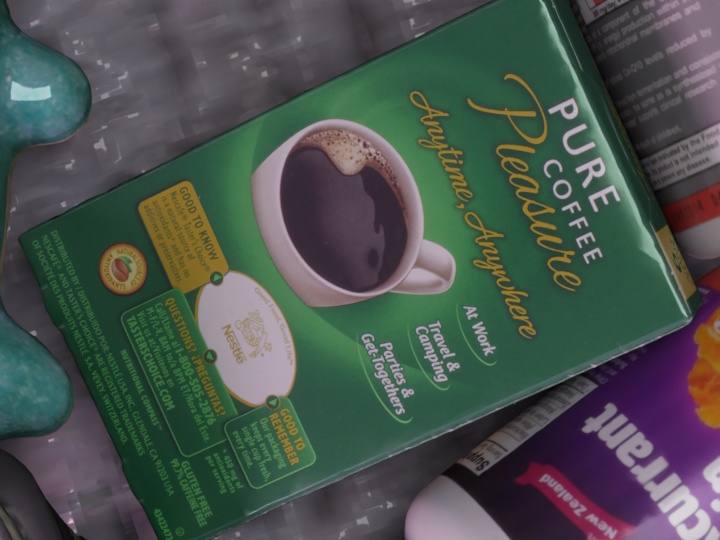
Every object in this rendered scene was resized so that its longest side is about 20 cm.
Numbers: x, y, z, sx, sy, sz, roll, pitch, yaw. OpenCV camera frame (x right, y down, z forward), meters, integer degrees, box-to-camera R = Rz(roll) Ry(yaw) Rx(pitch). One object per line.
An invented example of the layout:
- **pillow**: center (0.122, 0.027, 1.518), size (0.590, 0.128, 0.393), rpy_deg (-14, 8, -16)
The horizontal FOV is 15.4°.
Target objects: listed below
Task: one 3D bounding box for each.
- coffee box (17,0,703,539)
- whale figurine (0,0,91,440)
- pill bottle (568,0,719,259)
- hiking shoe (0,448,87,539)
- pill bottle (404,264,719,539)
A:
- **coffee box**: center (0.000, 0.000, 0.875), size (0.199, 0.044, 0.124), rpy_deg (-26, 89, 15)
- **whale figurine**: center (-0.161, -0.032, 0.846), size (0.158, 0.104, 0.201), rpy_deg (-21, 76, -2)
- **pill bottle**: center (0.121, -0.116, 0.899), size (0.115, 0.116, 0.201), rpy_deg (-25, 90, -9)
- **hiking shoe**: center (-0.073, 0.125, 0.865), size (0.101, 0.075, 0.201), rpy_deg (-49, 121, -37)
- **pill bottle**: center (0.085, 0.093, 0.882), size (0.200, 0.111, 0.112), rpy_deg (-37, 92, -9)
